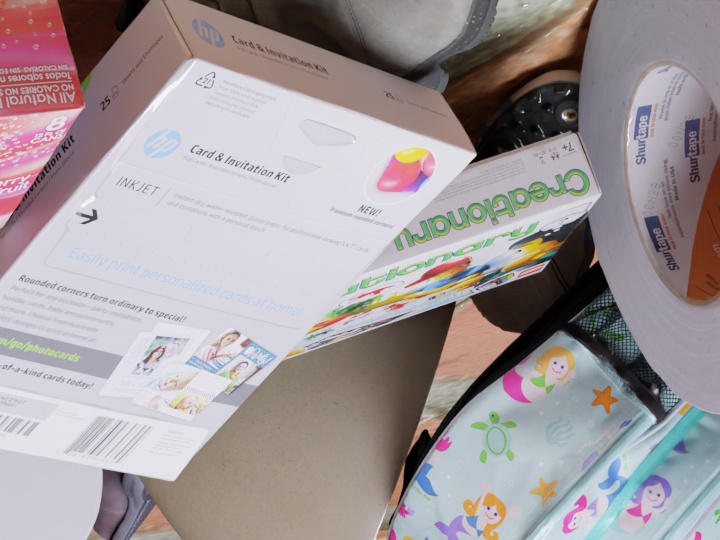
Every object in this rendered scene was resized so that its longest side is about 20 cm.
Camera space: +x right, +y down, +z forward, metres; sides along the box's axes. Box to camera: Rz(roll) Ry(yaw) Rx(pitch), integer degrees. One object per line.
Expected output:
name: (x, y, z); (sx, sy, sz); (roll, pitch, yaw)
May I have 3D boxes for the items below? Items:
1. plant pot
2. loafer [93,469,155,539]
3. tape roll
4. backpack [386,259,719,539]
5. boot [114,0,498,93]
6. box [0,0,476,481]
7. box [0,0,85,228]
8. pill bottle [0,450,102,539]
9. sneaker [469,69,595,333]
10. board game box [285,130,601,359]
plant pot: (-0.044, 0.076, 1.328); (0.134, 0.201, 0.200); (21, 157, -1)
loafer: (-0.145, 0.111, 1.523); (0.072, 0.063, 0.200); (-56, 177, -21)
tape roll: (0.165, -0.042, 1.092); (0.066, 0.201, 0.200); (-10, 161, -19)
backpack: (0.112, 0.094, 1.255); (0.200, 0.151, 0.178); (-34, 162, -26)
boot: (-0.024, -0.103, 0.967); (0.130, 0.068, 0.200); (-7, 159, -13)
box: (-0.074, -0.006, 0.973); (0.155, 0.041, 0.200); (15, 128, -45)
box: (-0.206, -0.065, 0.847); (0.199, 0.096, 0.100); (-7, 159, -30)
pill bottle: (-0.230, 0.112, 1.266); (0.199, 0.115, 0.113); (-13, 169, 39)
sneaker: (0.091, -0.043, 1.269); (0.071, 0.073, 0.200); (17, 149, 5)
board game box: (0.000, 0.000, 1.134); (0.199, 0.035, 0.126); (-19, 168, -12)
